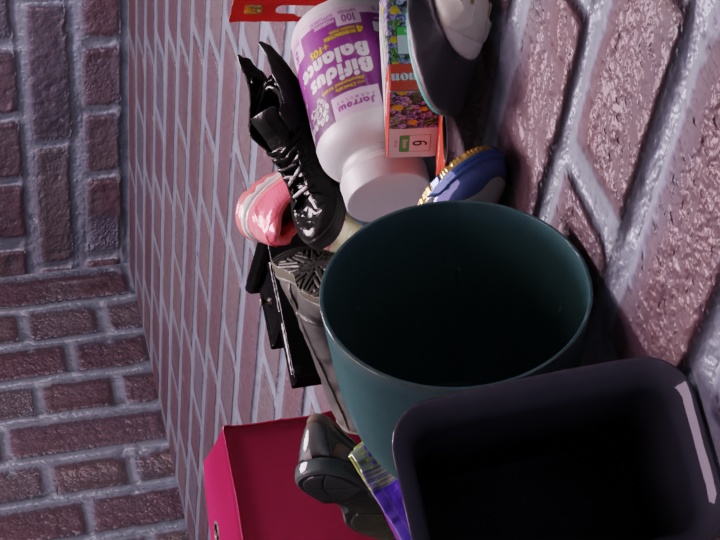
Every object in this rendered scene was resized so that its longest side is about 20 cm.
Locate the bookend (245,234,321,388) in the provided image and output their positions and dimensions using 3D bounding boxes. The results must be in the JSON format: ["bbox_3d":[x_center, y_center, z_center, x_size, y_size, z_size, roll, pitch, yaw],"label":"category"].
[{"bbox_3d":[-0.072,0.064,1.803,0.200,0.091,0.201,115,145,-65],"label":"bookend"}]

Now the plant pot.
[{"bbox_3d":[0.072,0.074,1.100,0.202,0.198,0.162,-114,15,-48],"label":"plant pot"}]

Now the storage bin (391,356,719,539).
[{"bbox_3d":[0.124,0.158,0.963,0.135,0.197,0.147,93,165,-69],"label":"storage bin"}]

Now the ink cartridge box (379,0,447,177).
[{"bbox_3d":[0.044,-0.155,1.271,0.109,0.050,0.203,91,178,-64],"label":"ink cartridge box"}]

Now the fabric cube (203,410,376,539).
[{"bbox_3d":[-0.064,0.278,1.662,0.200,0.197,0.199,125,137,-69],"label":"fabric cube"}]

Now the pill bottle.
[{"bbox_3d":[0.004,-0.153,1.392,0.113,0.111,0.202,109,151,-58],"label":"pill bottle"}]

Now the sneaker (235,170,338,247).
[{"bbox_3d":[-0.038,-0.098,1.506,0.074,0.201,0.087,45,173,-33],"label":"sneaker"}]

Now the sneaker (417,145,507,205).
[{"bbox_3d":[0.083,-0.010,1.225,0.088,0.075,0.201,54,135,33],"label":"sneaker"}]

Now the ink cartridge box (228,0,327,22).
[{"bbox_3d":[-0.039,-0.276,1.409,0.200,0.158,0.051,117,149,-63],"label":"ink cartridge box"}]

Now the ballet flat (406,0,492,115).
[{"bbox_3d":[0.072,-0.229,1.203,0.073,0.072,0.203,117,149,-64],"label":"ballet flat"}]

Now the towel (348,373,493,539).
[{"bbox_3d":[0.083,0.175,1.169,0.023,0.143,0.201,45,-170,-50],"label":"towel"}]

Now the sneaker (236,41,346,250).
[{"bbox_3d":[-0.071,-0.121,1.420,0.060,0.104,0.202,-28,48,30],"label":"sneaker"}]

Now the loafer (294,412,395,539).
[{"bbox_3d":[0.004,0.189,1.319,0.200,0.071,0.064,46,-144,-53],"label":"loafer"}]

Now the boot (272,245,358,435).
[{"bbox_3d":[-0.017,0.083,1.498,0.182,0.072,0.203,-145,37,-67],"label":"boot"}]

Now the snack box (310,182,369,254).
[{"bbox_3d":[0.000,0.000,1.514,0.116,0.037,0.201,43,151,13],"label":"snack box"}]
